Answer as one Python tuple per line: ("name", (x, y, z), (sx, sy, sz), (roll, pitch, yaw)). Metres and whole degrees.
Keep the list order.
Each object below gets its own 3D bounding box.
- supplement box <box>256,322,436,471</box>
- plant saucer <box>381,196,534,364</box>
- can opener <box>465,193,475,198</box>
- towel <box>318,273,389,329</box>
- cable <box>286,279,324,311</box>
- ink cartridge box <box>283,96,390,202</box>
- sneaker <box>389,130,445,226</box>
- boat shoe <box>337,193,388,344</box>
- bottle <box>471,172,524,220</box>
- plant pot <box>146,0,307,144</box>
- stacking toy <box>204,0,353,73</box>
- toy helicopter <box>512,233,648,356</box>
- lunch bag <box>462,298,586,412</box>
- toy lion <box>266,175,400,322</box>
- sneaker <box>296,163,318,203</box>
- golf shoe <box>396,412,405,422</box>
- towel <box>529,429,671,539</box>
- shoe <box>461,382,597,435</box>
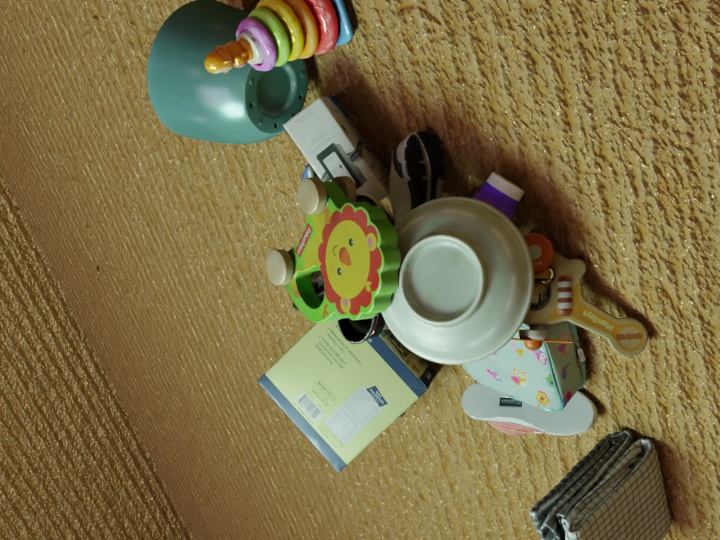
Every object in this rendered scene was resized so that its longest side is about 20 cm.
("supplement box", (-0.018, 0.173, 1.573), (0.200, 0.200, 0.134), (47, -169, 4))
("plant saucer", (0.103, 0.011, 1.144), (0.200, 0.200, 0.050), (43, -166, 19))
("can opener", (0.139, 0.003, 1.272), (0.067, 0.052, 0.201), (-110, 33, -73))
("towel", (-0.003, 0.029, 1.534), (0.200, 0.147, 0.024), (39, 106, 27))
("cable", (-0.079, 0.028, 1.503), (0.097, 0.051, 0.200), (17, -175, 9))
("ink cartridge box", (-0.014, -0.140, 1.342), (0.201, 0.068, 0.116), (55, -167, -4))
("sneaker", (0.076, -0.079, 1.282), (0.080, 0.073, 0.201), (177, 94, -69))
("boat shoe", (0.002, 0.000, 1.285), (0.073, 0.063, 0.203), (11, 115, 27))
("bottle", (0.130, -0.024, 1.197), (0.083, 0.201, 0.065), (35, -167, 25))
("plant pot", (-0.171, -0.270, 1.367), (0.160, 0.200, 0.201), (20, 139, 36))
("stacking toy", (-0.116, -0.298, 1.231), (0.116, 0.200, 0.110), (11, 132, 51))
("toy helicopter", (0.248, 0.052, 1.171), (0.199, 0.133, 0.079), (28, 177, 10))
("lunch bag", (0.211, 0.093, 1.311), (0.199, 0.077, 0.161), (19, 136, 47))
("toy lion", (-0.027, -0.010, 1.216), (0.192, 0.068, 0.201), (57, 135, 33))
("sneaker", (-0.021, -0.090, 1.459), (0.200, 0.076, 0.077), (35, 145, 23))
("golf shoe", (-0.006, 0.187, 1.687), (0.199, 0.098, 0.078), (15, -167, -5))
("towel", (0.320, 0.331, 1.284), (0.085, 0.200, 0.166), (20, 137, 47))
("shoe", (0.251, 0.201, 1.391), (0.199, 0.072, 0.091), (2, 163, 32))
